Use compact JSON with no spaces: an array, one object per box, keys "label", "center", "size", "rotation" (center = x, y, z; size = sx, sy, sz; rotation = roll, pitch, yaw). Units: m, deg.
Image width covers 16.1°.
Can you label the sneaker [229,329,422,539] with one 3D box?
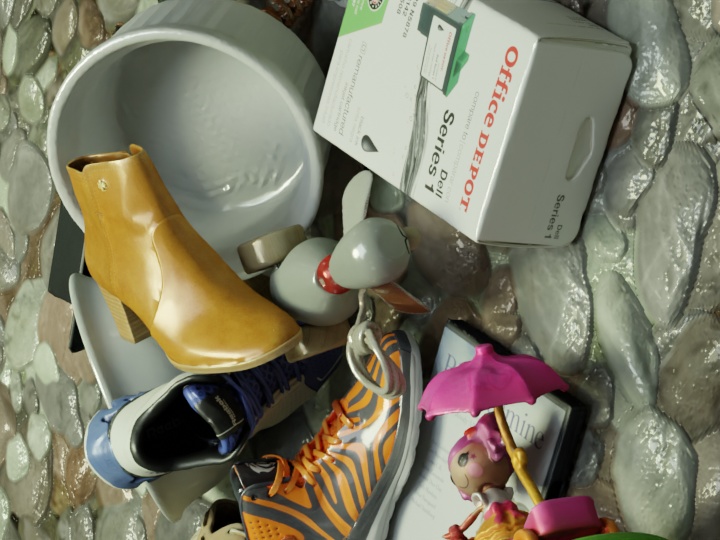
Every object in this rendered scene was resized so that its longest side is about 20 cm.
[{"label":"sneaker","center":[-0.027,0.129,1.760],"size":[0.078,0.112,0.200],"rotation":[-115,38,-70]}]

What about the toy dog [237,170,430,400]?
[{"label":"toy dog","center":[0.000,0.000,1.717],"size":[0.200,0.096,0.132],"rotation":[16,126,58]}]

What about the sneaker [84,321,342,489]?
[{"label":"sneaker","center":[-0.088,0.092,1.777],"size":[0.081,0.199,0.115],"rotation":[62,160,-9]}]

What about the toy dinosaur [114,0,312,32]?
[{"label":"toy dinosaur","center":[-0.128,-0.172,1.904],"size":[0.102,0.200,0.136],"rotation":[112,139,-77]}]

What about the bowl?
[{"label":"bowl","center":[-0.138,0.079,1.906],"size":[0.201,0.090,0.201],"rotation":[158,90,-90]}]

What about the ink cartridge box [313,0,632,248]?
[{"label":"ink cartridge box","center":[0.070,-0.118,1.677],"size":[0.200,0.084,0.146],"rotation":[36,117,48]}]

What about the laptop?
[{"label":"laptop","center":[-0.227,-0.043,2.048],"size":[0.200,0.103,0.177],"rotation":[23,106,50]}]

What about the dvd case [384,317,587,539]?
[{"label":"dvd case","center":[0.078,0.151,1.712],"size":[0.143,0.018,0.200],"rotation":[35,116,48]}]

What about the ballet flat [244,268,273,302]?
[{"label":"ballet flat","center":[-0.105,-0.026,1.933],"size":[0.072,0.068,0.200],"rotation":[-53,42,10]}]

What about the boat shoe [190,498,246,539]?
[{"label":"boat shoe","center":[-0.090,0.213,1.851],"size":[0.200,0.071,0.065],"rotation":[-148,77,-71]}]

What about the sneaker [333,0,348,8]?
[{"label":"sneaker","center":[-0.028,-0.290,1.809],"size":[0.081,0.088,0.200],"rotation":[-1,88,52]}]

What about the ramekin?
[{"label":"ramekin","center":[-0.114,-0.098,1.822],"size":[0.201,0.200,0.098],"rotation":[-60,3,32]}]

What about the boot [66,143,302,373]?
[{"label":"boot","center":[-0.128,-0.012,1.733],"size":[0.201,0.071,0.144],"rotation":[10,123,49]}]

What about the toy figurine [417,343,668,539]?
[{"label":"toy figurine","center":[0.096,0.143,1.606],"size":[0.200,0.150,0.184],"rotation":[109,149,-52]}]
